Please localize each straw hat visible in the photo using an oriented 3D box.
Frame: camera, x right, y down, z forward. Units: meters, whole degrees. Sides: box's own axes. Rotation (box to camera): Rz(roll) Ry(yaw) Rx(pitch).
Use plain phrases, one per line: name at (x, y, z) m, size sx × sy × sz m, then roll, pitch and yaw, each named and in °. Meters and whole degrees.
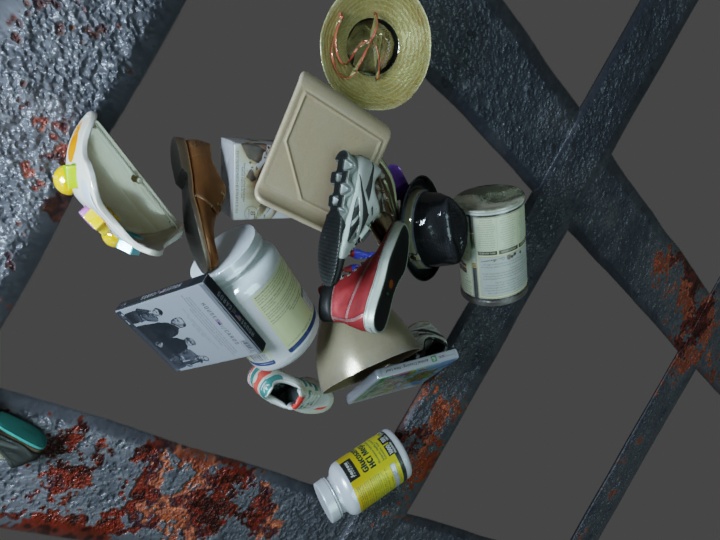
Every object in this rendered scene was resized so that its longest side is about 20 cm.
straw hat at (0.012, -0.364, 0.889) m, size 0.194 × 0.085 × 0.209 m, roll -8°, pitch 110°, yaw -23°

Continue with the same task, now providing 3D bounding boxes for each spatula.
spatula at (0.088, -0.108, 1.057) m, size 0.056 × 0.020 × 0.204 m, roll -36°, pitch 119°, yaw -21°

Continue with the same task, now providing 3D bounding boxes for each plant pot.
plant pot at (-0.005, 0.123, 1.007) m, size 0.195 × 0.201 × 0.138 m, roll -18°, pitch 74°, yaw -25°

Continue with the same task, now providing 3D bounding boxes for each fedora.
fedora at (0.149, -0.078, 1.031) m, size 0.198 × 0.089 × 0.209 m, roll -11°, pitch 103°, yaw -57°

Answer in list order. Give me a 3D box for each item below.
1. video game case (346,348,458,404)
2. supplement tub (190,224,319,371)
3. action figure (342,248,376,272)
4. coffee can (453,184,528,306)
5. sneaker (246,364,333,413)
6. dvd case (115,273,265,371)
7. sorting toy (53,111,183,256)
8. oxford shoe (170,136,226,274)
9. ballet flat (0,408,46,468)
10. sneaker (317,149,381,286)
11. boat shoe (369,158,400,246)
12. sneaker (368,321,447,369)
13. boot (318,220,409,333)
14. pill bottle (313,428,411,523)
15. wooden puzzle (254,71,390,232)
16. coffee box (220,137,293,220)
video game case at (0.079, 0.214, 1.085) m, size 0.176 × 0.023 × 0.201 m, roll -10°, pitch 157°, yaw -24°
supplement tub at (-0.168, 0.044, 0.885) m, size 0.144 × 0.144 × 0.203 m, roll -39°, pitch 123°, yaw -13°
action figure at (0.037, -0.014, 1.053) m, size 0.194 × 0.051 × 0.068 m, roll -4°, pitch 109°, yaw -33°
coffee can at (0.269, -0.053, 1.120) m, size 0.143 × 0.146 × 0.206 m, roll -22°, pitch 118°, yaw -23°
sneaker at (-0.118, 0.237, 1.016) m, size 0.197 × 0.093 × 0.072 m, roll 33°, pitch 90°, yaw -35°
dvd case at (-0.260, 0.087, 0.833) m, size 0.152 × 0.195 × 0.025 m, roll 56°, pitch 33°, yaw -31°
sorting toy at (-0.322, -0.087, 0.722) m, size 0.106 × 0.179 × 0.203 m, roll -39°, pitch 123°, yaw -12°
oxford shoe at (-0.228, -0.099, 0.804) m, size 0.069 × 0.071 × 0.208 m, roll -6°, pitch 82°, yaw -34°
ballet flat at (-0.536, 0.215, 0.767) m, size 0.067 × 0.068 × 0.203 m, roll -32°, pitch 121°, yaw -7°
sneaker at (-0.010, -0.072, 0.840) m, size 0.086 × 0.074 × 0.207 m, roll 9°, pitch 99°, yaw -32°
boat shoe at (0.030, -0.121, 0.978) m, size 0.205 × 0.073 × 0.076 m, roll 60°, pitch 34°, yaw -31°
sneaker at (0.092, 0.163, 1.125) m, size 0.194 × 0.087 × 0.078 m, roll -19°, pitch 118°, yaw -23°
boot at (0.000, 0.000, 0.943) m, size 0.073 × 0.140 × 0.205 m, roll 49°, pitch 57°, yaw -50°
pill bottle at (0.004, 0.435, 1.151) m, size 0.196 × 0.112 × 0.116 m, roll -27°, pitch 119°, yaw -21°
wooden puzzle at (-0.056, -0.171, 0.850) m, size 0.181 × 0.037 × 0.206 m, roll 22°, pitch 90°, yaw -35°
coffee box at (-0.122, -0.149, 0.884) m, size 0.194 × 0.079 × 0.117 m, roll -6°, pitch 109°, yaw -30°
